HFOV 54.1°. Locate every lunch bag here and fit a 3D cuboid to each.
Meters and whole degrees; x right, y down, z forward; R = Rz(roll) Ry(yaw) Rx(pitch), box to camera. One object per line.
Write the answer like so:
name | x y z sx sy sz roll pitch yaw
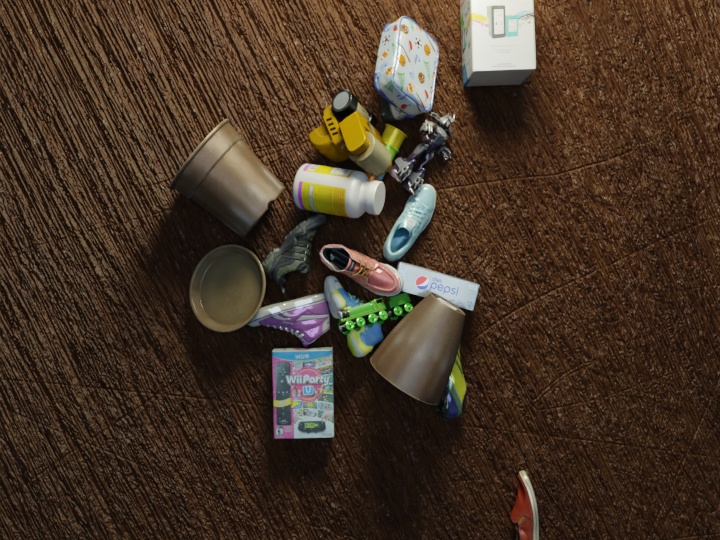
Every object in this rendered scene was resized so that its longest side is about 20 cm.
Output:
lunch bag | 0.108 -0.449 1.582 0.159 0.075 0.205 27 66 -41

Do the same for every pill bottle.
pill bottle | -0.047 -0.176 1.589 0.196 0.104 0.107 12 92 21

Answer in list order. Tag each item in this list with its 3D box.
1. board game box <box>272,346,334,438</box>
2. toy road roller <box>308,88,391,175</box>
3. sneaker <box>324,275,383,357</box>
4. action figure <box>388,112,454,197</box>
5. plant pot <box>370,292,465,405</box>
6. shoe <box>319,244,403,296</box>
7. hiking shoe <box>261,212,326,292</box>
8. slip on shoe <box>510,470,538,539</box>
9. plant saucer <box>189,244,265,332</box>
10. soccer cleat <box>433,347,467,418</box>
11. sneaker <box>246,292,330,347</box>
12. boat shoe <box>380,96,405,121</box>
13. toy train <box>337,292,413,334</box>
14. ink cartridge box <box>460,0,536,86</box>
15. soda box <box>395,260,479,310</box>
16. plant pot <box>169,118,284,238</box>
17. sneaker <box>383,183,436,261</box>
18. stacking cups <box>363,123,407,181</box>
board game box | -0.134 0.285 1.651 0.143 0.064 0.206 -1 91 -1
toy road roller | -0.029 -0.288 1.589 0.145 0.122 0.203 -33 57 19
sneaker | -0.010 0.095 1.653 0.103 0.076 0.204 -23 91 -20
action figure | 0.155 -0.277 1.619 0.129 0.069 0.201 33 98 -43
plant pot | 0.147 0.161 1.579 0.184 0.187 0.203 29 97 -2
shoe | 0.000 -0.001 1.598 0.197 0.091 0.073 28 98 21
hiking shoe | -0.139 -0.046 1.644 0.200 0.076 0.101 -43 100 9
slip on shoe | 0.385 0.576 1.665 0.060 0.074 0.206 -4 96 2
plant saucer | -0.304 0.042 1.627 0.195 0.029 0.206 -4 77 17
soccer cleat | 0.217 0.245 1.666 0.082 0.064 0.206 6 87 -31
sneaker | -0.166 0.130 1.643 0.195 0.073 0.117 -12 96 0
boat shoe | 0.067 -0.447 1.635 0.056 0.068 0.206 -9 84 39
toy train | 0.033 0.095 1.610 0.196 0.042 0.057 -14 71 -26
ink cartridge box | 0.308 -0.537 1.594 0.142 0.147 0.206 -2 91 0
soda box | 0.174 0.035 1.646 0.195 0.068 0.065 16 93 -1
plant pot | -0.287 -0.196 1.579 0.197 0.200 0.201 41 91 -9
sneaker | 0.120 -0.109 1.634 0.073 0.082 0.203 28 90 -2
stacking cups | 0.036 -0.238 1.640 0.060 0.061 0.203 29 91 -2
